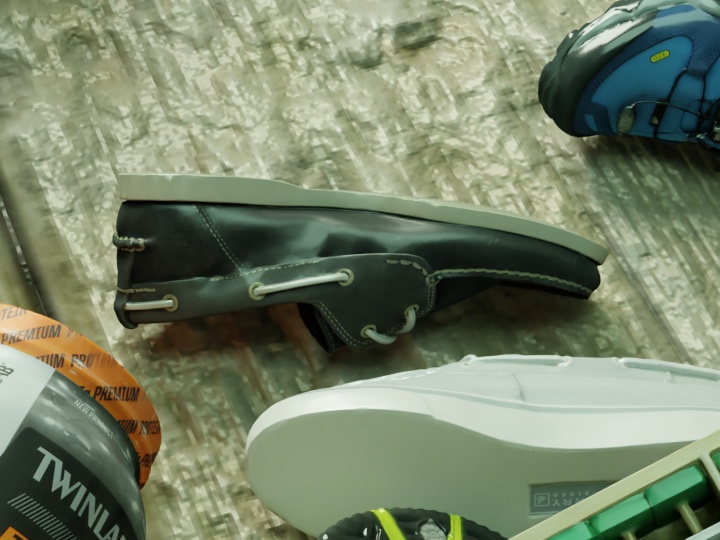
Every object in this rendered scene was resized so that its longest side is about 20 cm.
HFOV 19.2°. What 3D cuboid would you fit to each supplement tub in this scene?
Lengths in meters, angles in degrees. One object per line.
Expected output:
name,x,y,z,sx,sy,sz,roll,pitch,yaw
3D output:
supplement tub,-0.149,0.114,0.704,0.122,0.123,0.200,19,54,10

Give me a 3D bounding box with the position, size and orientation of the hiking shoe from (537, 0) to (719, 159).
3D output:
hiking shoe,0.177,-0.075,0.907,0.200,0.074,0.087,-6,52,-9

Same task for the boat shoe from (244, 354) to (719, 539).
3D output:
boat shoe,0.057,0.061,0.802,0.200,0.072,0.069,-4,31,1

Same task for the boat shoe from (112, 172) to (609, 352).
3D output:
boat shoe,0.000,0.000,0.854,0.200,0.072,0.068,4,88,-9

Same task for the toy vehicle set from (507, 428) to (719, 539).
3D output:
toy vehicle set,0.104,0.122,0.648,0.200,0.027,0.124,-28,60,0

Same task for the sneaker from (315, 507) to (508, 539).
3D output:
sneaker,-0.013,0.137,0.735,0.200,0.076,0.075,-3,44,-30
